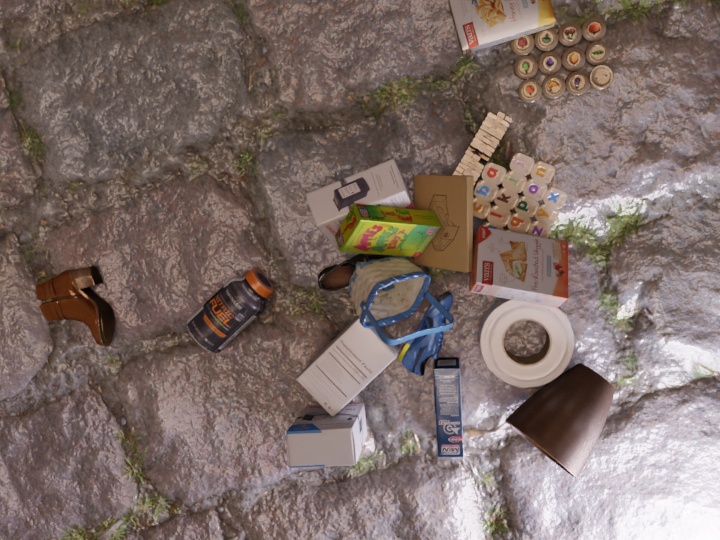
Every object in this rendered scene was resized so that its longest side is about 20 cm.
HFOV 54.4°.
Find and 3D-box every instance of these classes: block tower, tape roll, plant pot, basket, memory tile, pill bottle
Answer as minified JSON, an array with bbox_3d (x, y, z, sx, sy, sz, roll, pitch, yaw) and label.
[{"bbox_3d":[0.251,-0.246,1.507,0.054,0.058,0.200,31,98,3],"label":"block tower"},{"bbox_3d":[0.361,0.150,1.534,0.202,0.071,0.203,1,97,8],"label":"tape roll"},{"bbox_3d":[0.445,0.304,1.502,0.187,0.187,0.200,39,86,1],"label":"plant pot"},{"bbox_3d":[0.080,0.066,1.474,0.200,0.176,0.139,50,137,39],"label":"basket"},{"bbox_3d":[0.424,-0.443,1.479,0.199,0.017,0.154,-9,96,8],"label":"memory tile"},{"bbox_3d":[-0.290,0.086,1.592,0.200,0.106,0.106,-43,90,10],"label":"pill bottle"}]

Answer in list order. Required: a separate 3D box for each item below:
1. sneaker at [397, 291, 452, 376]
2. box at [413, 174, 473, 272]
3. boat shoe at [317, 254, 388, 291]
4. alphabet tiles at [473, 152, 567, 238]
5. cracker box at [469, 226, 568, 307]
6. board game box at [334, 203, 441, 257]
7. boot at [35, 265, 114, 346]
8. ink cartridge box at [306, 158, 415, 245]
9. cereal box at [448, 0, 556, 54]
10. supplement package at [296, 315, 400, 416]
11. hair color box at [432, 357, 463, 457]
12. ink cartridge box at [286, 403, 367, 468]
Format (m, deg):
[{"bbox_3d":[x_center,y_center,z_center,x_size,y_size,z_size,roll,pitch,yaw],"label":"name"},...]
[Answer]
[{"bbox_3d":[0.162,0.142,1.552,0.078,0.066,0.200,36,105,21],"label":"sneaker"},{"bbox_3d":[0.175,-0.104,1.495,0.163,0.021,0.201,11,104,51],"label":"box"},{"bbox_3d":[0.000,0.000,1.564,0.200,0.068,0.072,-18,95,5],"label":"boat shoe"},{"bbox_3d":[0.335,-0.146,1.507,0.195,0.015,0.200,19,107,-9],"label":"alphabet tiles"},{"bbox_3d":[0.334,-0.008,1.476,0.199,0.058,0.134,9,65,-4],"label":"cracker box"},{"bbox_3d":[0.058,-0.081,1.463,0.102,0.200,0.048,-55,43,42],"label":"board game box"},{"bbox_3d":[-0.678,0.099,1.657,0.155,0.077,0.200,-17,92,7],"label":"boot"},{"bbox_3d":[0.005,-0.141,1.497,0.200,0.145,0.085,-20,70,9],"label":"ink cartridge box"},{"bbox_3d":[0.291,-0.552,1.465,0.200,0.040,0.144,-16,88,9],"label":"cereal box"},{"bbox_3d":[-0.024,0.203,1.564,0.200,0.121,0.120,-44,89,10],"label":"supplement package"},{"bbox_3d":[0.196,0.302,1.559,0.060,0.100,0.201,-3,96,8],"label":"hair color box"},{"bbox_3d":[-0.070,0.362,1.550,0.146,0.200,0.086,-5,95,7],"label":"ink cartridge box"}]
